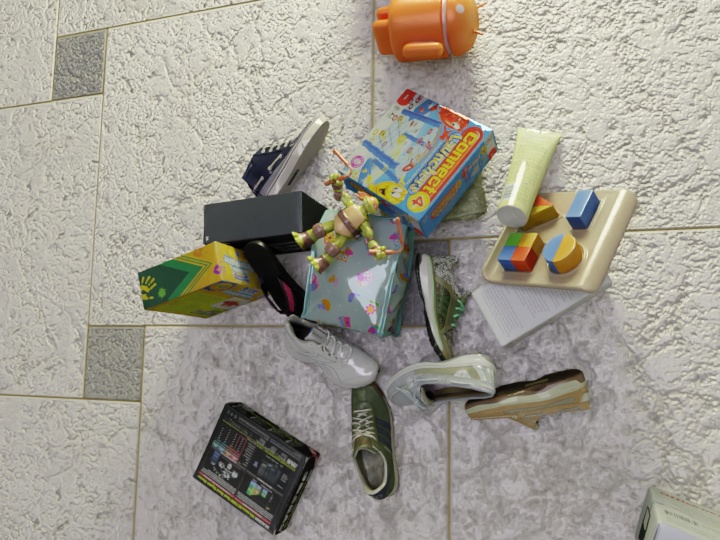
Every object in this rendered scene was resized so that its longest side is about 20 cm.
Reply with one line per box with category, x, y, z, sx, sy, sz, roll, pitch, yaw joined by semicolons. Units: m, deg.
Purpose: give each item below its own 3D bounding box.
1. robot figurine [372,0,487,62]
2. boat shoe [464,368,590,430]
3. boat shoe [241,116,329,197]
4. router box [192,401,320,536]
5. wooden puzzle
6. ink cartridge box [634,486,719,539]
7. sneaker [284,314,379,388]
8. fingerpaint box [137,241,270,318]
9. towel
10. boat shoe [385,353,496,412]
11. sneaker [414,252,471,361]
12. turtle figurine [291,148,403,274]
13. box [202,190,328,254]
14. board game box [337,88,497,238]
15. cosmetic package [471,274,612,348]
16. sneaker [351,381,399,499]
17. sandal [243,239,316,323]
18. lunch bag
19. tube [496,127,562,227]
robot figurine;0.122;-0.432;1.178;0.195;0.144;0.120;1;106;20
boat shoe;0.266;0.220;1.071;0.196;0.072;0.078;-17;93;19
boat shoe;-0.146;-0.221;1.270;0.092;0.075;0.202;37;97;13
router box;-0.189;0.355;1.220;0.197;0.062;0.152;27;92;21
wooden puzzle;0.296;-0.058;1.029;0.198;0.046;0.187;8;58;47
ink cartridge box;0.457;0.379;0.907;0.143;0.199;0.085;17;92;21
sneaker;-0.058;0.142;1.177;0.196;0.088;0.075;21;62;20
fingerpaint box;-0.273;0.022;1.220;0.164;0.199;0.075;-19;76;17
towel;0.122;-0.153;1.185;0.195;0.036;0.152;-6;80;20
boat shoe;0.128;0.192;1.101;0.198;0.075;0.066;-16;44;26
sneaker;0.150;0.062;1.135;0.086;0.077;0.205;-11;84;0
turtle figurine;-0.031;-0.082;1.103;0.160;0.064;0.202;-35;86;2
box;-0.167;-0.080;1.226;0.195;0.141;0.081;-5;81;19
board game box;0.095;-0.186;1.135;0.194;0.056;0.201;34;79;33
cosmetic package;0.290;0.031;1.080;0.198;0.071;0.103;-33;72;14
sneaker;0.017;0.285;1.138;0.066;0.090;0.205;-16;78;18
sandal;-0.147;0.035;1.197;0.074;0.201;0.046;-16;33;32
lunch bag;0.000;0.000;1.165;0.167;0.122;0.205;10;89;22
tube;0.272;-0.160;1.094;0.057;0.052;0.203;33;58;-15
